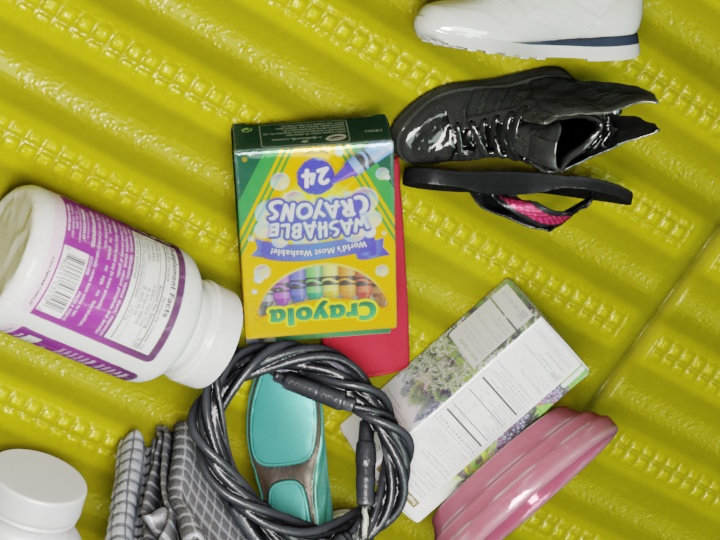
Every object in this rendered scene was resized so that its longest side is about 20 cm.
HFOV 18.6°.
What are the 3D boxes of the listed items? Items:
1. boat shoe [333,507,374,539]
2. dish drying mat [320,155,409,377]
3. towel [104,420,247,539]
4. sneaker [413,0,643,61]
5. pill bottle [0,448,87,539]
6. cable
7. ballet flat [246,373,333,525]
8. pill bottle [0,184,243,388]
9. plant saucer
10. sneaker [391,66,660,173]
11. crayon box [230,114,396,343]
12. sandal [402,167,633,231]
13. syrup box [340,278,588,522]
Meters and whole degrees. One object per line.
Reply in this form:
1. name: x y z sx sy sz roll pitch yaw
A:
1. boat shoe: -0.036 0.308 1.929 0.074 0.075 0.204 16 110 -18
2. dish drying mat: 0.000 0.000 1.810 0.076 0.018 0.202 -8 120 -7
3. towel: -0.128 0.239 1.797 0.085 0.166 0.201 -19 124 14
4. sneaker: 0.132 -0.209 1.731 0.198 0.076 0.081 -4 107 -26
5. pill bottle: -0.287 0.251 1.775 0.110 0.111 0.201 10 113 -27
6. cable: -0.048 0.140 1.782 0.163 0.051 0.201 -34 94 -10
7. ballet flat: -0.057 0.166 1.845 0.067 0.070 0.202 -4 90 11
8. pill bottle: -0.193 0.020 1.688 0.199 0.112 0.113 25 106 -32
9. plant saucer: 0.133 0.184 1.899 0.200 0.051 0.201 -39 168 -10
10. sneaker: 0.130 -0.114 1.753 0.198 0.104 0.060 -17 123 -13
11. crayon box: -0.035 -0.020 1.752 0.124 0.052 0.202 -4 120 -4
12. sandal: 0.127 -0.056 1.799 0.198 0.075 0.046 2 86 -20
13. syrup box: 0.087 0.111 1.872 0.200 0.079 0.081 -42 121 3
